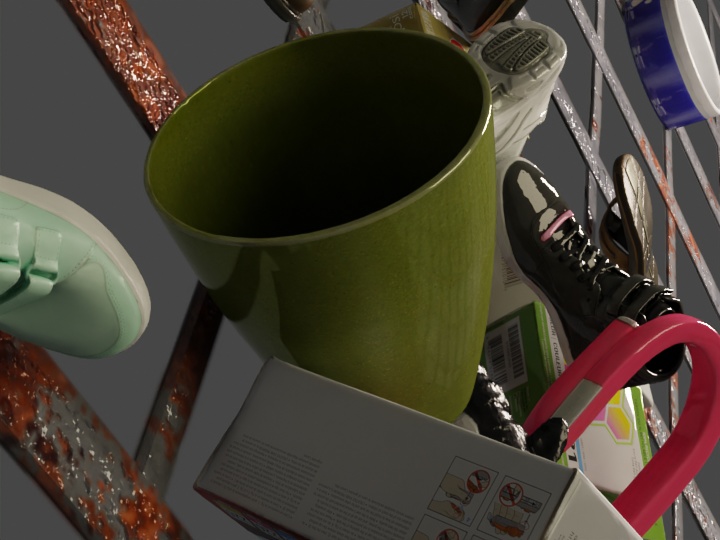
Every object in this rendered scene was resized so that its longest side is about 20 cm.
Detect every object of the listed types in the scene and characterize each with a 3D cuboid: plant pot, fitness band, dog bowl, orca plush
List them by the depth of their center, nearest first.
[{"bbox_3d":[0.000,0.000,0.859,0.187,0.187,0.200,-80,158,-49],"label":"plant pot"},{"bbox_3d":[0.094,0.108,0.957,0.105,0.071,0.200,67,2,-51],"label":"orca plush"},{"bbox_3d":[0.177,0.116,1.051,0.200,0.037,0.144,-44,130,-15],"label":"fitness band"},{"bbox_3d":[0.447,-0.305,2.192,0.200,0.079,0.200,46,34,-45],"label":"dog bowl"}]

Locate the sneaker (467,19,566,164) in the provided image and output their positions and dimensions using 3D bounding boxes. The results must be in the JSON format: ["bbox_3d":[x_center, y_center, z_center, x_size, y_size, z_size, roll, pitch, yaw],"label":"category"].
[{"bbox_3d":[0.071,-0.092,1.102,0.078,0.200,0.099,42,-25,35],"label":"sneaker"}]

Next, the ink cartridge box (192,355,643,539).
[{"bbox_3d":[0.047,0.142,0.788,0.176,0.200,0.084,46,68,-45],"label":"ink cartridge box"}]

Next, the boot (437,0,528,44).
[{"bbox_3d":[0.066,-0.250,1.217,0.138,0.077,0.200,43,-4,-12],"label":"boot"}]

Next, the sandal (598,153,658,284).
[{"bbox_3d":[0.288,-0.029,1.671,0.082,0.055,0.200,-64,146,-51],"label":"sandal"}]

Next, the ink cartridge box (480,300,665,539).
[{"bbox_3d":[0.189,0.123,1.210,0.200,0.076,0.148,17,55,-36],"label":"ink cartridge box"}]

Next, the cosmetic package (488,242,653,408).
[{"bbox_3d":[0.177,0.040,1.326,0.200,0.081,0.113,47,33,-47],"label":"cosmetic package"}]

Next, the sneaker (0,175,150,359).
[{"bbox_3d":[-0.161,0.014,0.584,0.200,0.074,0.118,36,34,-40],"label":"sneaker"}]

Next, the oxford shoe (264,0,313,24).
[{"bbox_3d":[-0.047,-0.261,1.040,0.073,0.084,0.200,33,46,-59],"label":"oxford shoe"}]

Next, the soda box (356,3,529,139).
[{"bbox_3d":[0.062,-0.142,1.213,0.200,0.068,0.064,20,52,-62],"label":"soda box"}]

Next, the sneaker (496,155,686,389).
[{"bbox_3d":[0.169,0.001,1.100,0.071,0.099,0.200,-39,109,-31],"label":"sneaker"}]
